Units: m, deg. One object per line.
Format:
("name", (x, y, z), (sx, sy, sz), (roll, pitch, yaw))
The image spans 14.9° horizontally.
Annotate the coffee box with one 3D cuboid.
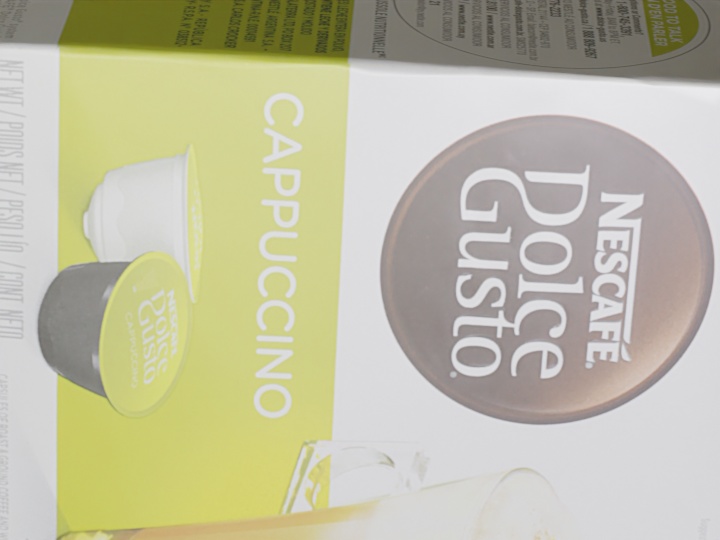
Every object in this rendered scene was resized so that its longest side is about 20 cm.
("coffee box", (0.000, 0.000, 0.760), (0.197, 0.200, 0.201), (3, 115, 0))
